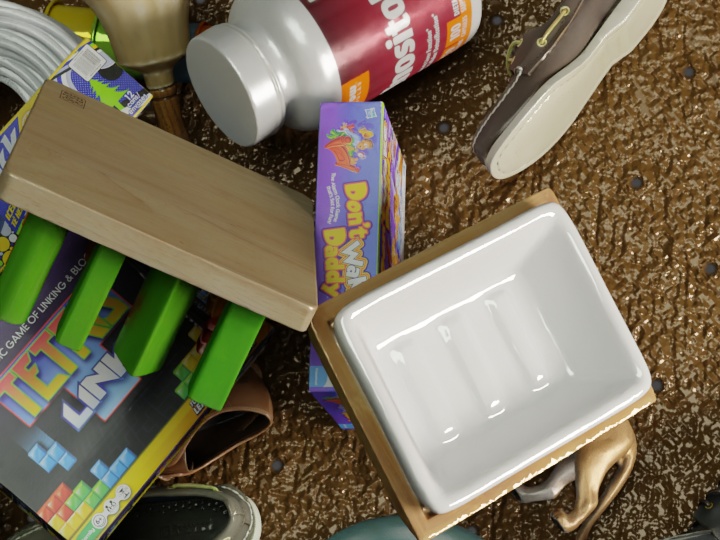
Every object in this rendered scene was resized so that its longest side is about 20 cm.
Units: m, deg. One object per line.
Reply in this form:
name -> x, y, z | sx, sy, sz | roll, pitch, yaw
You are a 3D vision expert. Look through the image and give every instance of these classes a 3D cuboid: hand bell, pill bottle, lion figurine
hand bell -> -0.144, -0.125, 1.305 | 0.103, 0.104, 0.201 | -8, 110, 7
pill bottle -> -0.020, -0.171, 1.274 | 0.199, 0.113, 0.113 | -33, 71, -24
lion figurine -> 0.136, 0.089, 1.240 | 0.122, 0.072, 0.200 | -35, 86, -15

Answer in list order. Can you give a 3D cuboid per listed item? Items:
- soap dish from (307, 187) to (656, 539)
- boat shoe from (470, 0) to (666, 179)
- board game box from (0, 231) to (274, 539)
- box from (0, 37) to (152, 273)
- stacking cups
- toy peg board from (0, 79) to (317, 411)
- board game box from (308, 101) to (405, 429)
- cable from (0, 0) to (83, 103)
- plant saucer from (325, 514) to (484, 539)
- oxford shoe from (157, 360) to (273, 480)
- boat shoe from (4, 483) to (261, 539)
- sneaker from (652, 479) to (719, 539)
soap dish -> 0.074, 0.059, 1.139 | 0.199, 0.081, 0.158 | -27, 88, -26
boat shoe -> 0.143, -0.153, 1.298 | 0.059, 0.072, 0.200 | 37, 80, 23
board game box -> -0.183, 0.066, 1.204 | 0.165, 0.057, 0.200 | 39, 73, 2
box -> -0.232, -0.062, 1.220 | 0.064, 0.070, 0.200 | 42, 71, -8
stacking cups -> -0.141, -0.169, 1.352 | 0.199, 0.061, 0.061 | 6, 76, 11
toy peg board -> -0.138, -0.013, 1.130 | 0.199, 0.199, 0.098 | 25, 108, -12
board game box -> 0.000, 0.000, 1.244 | 0.044, 0.135, 0.201 | -1, 75, 9
cable -> -0.273, -0.100, 1.323 | 0.199, 0.069, 0.201 | 12, 99, 4
plant saucer -> 0.028, 0.266, 1.224 | 0.199, 0.027, 0.201 | -3, 74, 9
oxford shoe -> -0.155, 0.122, 1.252 | 0.199, 0.072, 0.071 | -25, 48, -5
boat shoe -> -0.173, 0.190, 1.259 | 0.200, 0.060, 0.073 | -13, 72, 6
sneaker -> 0.245, 0.161, 1.198 | 0.199, 0.075, 0.107 | -9, 69, -3
